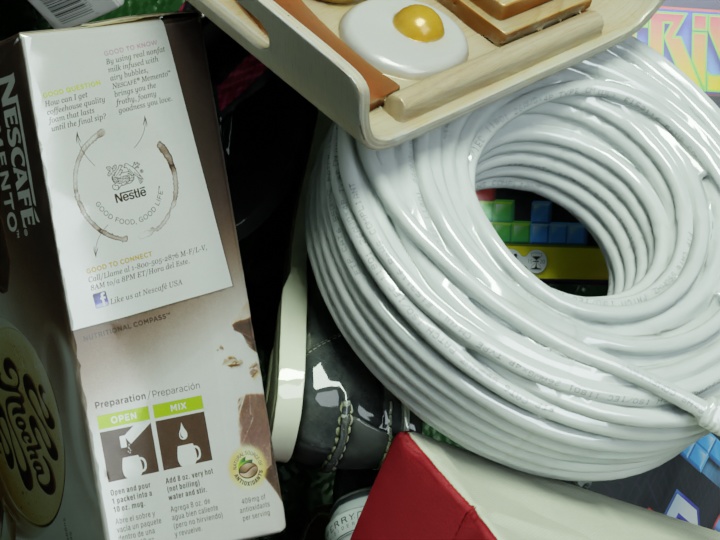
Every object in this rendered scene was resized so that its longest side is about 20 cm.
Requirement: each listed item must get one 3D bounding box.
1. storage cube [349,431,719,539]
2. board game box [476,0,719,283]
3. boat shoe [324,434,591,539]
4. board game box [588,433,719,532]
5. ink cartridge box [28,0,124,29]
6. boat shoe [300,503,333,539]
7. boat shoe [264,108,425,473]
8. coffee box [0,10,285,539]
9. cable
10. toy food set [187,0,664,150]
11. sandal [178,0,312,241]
[{"bbox_3d":[0.075,0.187,0.897,0.199,0.171,0.180,20,99,-20],"label":"storage cube"},{"bbox_3d":[0.116,-0.077,1.092,0.199,0.057,0.166,1,92,-21],"label":"board game box"},{"bbox_3d":[0.076,0.112,1.016,0.200,0.072,0.071,24,50,-29],"label":"boat shoe"},{"bbox_3d":[0.126,0.147,1.113,0.165,0.057,0.200,40,67,-21],"label":"board game box"},{"bbox_3d":[-0.131,-0.197,0.954,0.095,0.037,0.201,48,30,-48],"label":"ink cartridge box"},{"bbox_3d":[-0.028,0.191,1.005,0.072,0.076,0.201,15,76,-27],"label":"boat shoe"},{"bbox_3d":[0.000,0.000,1.008,0.067,0.072,0.200,7,47,-3],"label":"boat shoe"},{"bbox_3d":[-0.103,0.010,0.954,0.080,0.113,0.201,-10,91,-31],"label":"coffee box"},{"bbox_3d":[0.076,-0.015,0.964,0.199,0.069,0.200,16,52,-16],"label":"cable"},{"bbox_3d":[0.016,-0.130,0.942,0.143,0.061,0.200,40,44,25],"label":"toy food set"},{"bbox_3d":[-0.048,-0.101,1.019,0.045,0.075,0.201,56,47,-55],"label":"sandal"}]
